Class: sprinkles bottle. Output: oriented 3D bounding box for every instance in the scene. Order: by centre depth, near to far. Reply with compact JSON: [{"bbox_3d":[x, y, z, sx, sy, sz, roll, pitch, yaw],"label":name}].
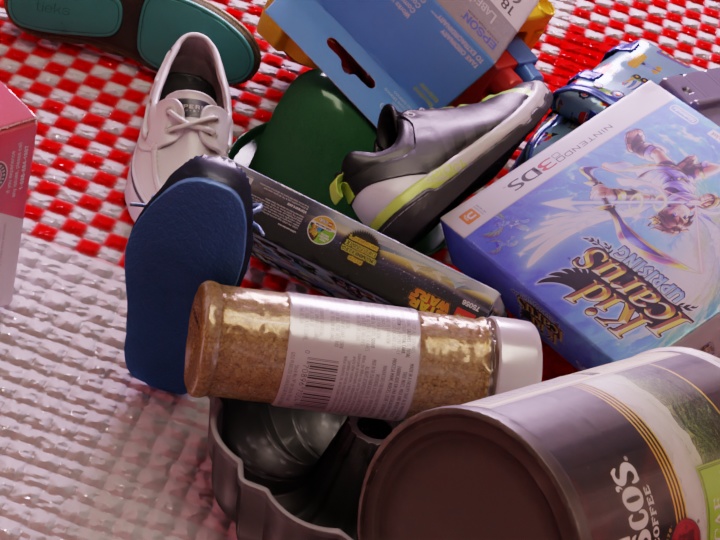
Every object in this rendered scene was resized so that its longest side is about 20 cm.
[{"bbox_3d":[0.002,0.051,1.205,0.199,0.068,0.068,8,37,-12],"label":"sprinkles bottle"}]

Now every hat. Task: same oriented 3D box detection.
[{"bbox_3d":[-0.007,-0.126,1.460,0.199,0.177,0.166,21,38,8],"label":"hat"}]

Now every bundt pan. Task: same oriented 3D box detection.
[{"bbox_3d":[0.001,0.118,1.238,0.201,0.076,0.202,10,36,-8],"label":"bundt pan"}]

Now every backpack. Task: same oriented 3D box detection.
[{"bbox_3d":[0.186,-0.052,1.483,0.182,0.135,0.200,34,41,21],"label":"backpack"}]

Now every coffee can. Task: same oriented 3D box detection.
[{"bbox_3d":[0.117,0.127,1.111,0.200,0.147,0.146,-11,44,-47],"label":"coffee can"}]

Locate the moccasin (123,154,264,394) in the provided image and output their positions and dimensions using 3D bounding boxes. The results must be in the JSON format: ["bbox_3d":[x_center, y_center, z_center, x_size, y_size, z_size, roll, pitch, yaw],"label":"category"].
[{"bbox_3d":[-0.105,-0.008,1.251,0.080,0.200,0.068,25,50,-2],"label":"moccasin"}]

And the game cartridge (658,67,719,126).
[{"bbox_3d":[0.306,-0.074,1.422,0.129,0.039,0.200,-17,50,-32],"label":"game cartridge"}]

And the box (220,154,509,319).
[{"bbox_3d":[0.000,0.000,1.354,0.199,0.040,0.137,27,-6,14],"label":"box"}]

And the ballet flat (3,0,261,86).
[{"bbox_3d":[-0.170,-0.189,1.591,0.199,0.068,0.072,11,17,-1],"label":"ballet flat"}]

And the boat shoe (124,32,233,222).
[{"bbox_3d":[-0.121,-0.095,1.473,0.072,0.066,0.200,12,37,-6],"label":"boat shoe"}]

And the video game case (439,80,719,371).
[{"bbox_3d":[0.179,-0.019,1.326,0.181,0.046,0.200,-34,45,-15],"label":"video game case"}]

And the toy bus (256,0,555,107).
[{"bbox_3d":[0.051,-0.176,1.596,0.199,0.136,0.192,-13,59,-45],"label":"toy bus"}]

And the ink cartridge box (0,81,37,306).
[{"bbox_3d":[-0.302,-0.029,1.250,0.199,0.147,0.083,-20,49,-40],"label":"ink cartridge box"}]

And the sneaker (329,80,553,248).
[{"bbox_3d":[0.054,-0.091,1.409,0.083,0.072,0.200,45,48,6],"label":"sneaker"}]

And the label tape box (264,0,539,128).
[{"bbox_3d":[0.044,-0.201,1.480,0.144,0.063,0.200,45,50,-12],"label":"label tape box"}]
